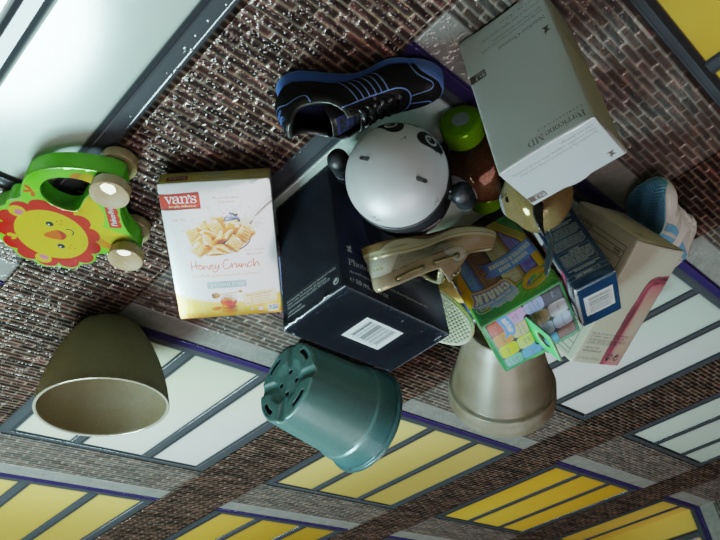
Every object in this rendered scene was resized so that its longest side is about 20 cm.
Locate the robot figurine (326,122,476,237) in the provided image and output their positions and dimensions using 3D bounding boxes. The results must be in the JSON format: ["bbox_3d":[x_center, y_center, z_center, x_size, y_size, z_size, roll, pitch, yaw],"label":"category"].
[{"bbox_3d":[0.050,-0.107,0.875,0.149,0.126,0.200,-24,173,7],"label":"robot figurine"}]

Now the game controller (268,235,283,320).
[{"bbox_3d":[-0.145,-0.008,1.016,0.199,0.042,0.105,33,97,-22],"label":"game controller"}]

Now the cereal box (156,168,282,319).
[{"bbox_3d":[-0.181,-0.033,0.958,0.142,0.040,0.202,-4,120,-3],"label":"cereal box"}]

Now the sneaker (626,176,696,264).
[{"bbox_3d":[0.459,-0.076,1.098,0.080,0.077,0.200,-33,140,-4],"label":"sneaker"}]

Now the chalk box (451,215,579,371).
[{"bbox_3d":[0.212,0.045,1.002,0.123,0.201,0.125,-29,133,6],"label":"chalk box"}]

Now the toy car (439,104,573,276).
[{"bbox_3d":[0.195,-0.094,0.893,0.157,0.201,0.165,-18,143,12],"label":"toy car"}]

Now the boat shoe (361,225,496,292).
[{"bbox_3d":[0.093,-0.014,0.911,0.199,0.066,0.072,-10,174,-34],"label":"boat shoe"}]

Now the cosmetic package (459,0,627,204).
[{"bbox_3d":[0.187,-0.185,0.768,0.112,0.201,0.081,-32,139,28],"label":"cosmetic package"}]

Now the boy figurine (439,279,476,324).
[{"bbox_3d":[0.146,0.015,1.149,0.123,0.065,0.200,-3,144,19],"label":"boy figurine"}]

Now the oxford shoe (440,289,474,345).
[{"bbox_3d":[0.096,0.056,1.126,0.058,0.199,0.076,11,100,-54],"label":"oxford shoe"}]

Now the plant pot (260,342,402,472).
[{"bbox_3d":[-0.061,0.236,1.312,0.196,0.201,0.200,33,128,-32],"label":"plant pot"}]

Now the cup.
[{"bbox_3d":[-0.404,0.156,1.150,0.198,0.144,0.201,-6,144,-5],"label":"cup"}]

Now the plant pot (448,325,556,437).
[{"bbox_3d":[0.252,0.163,1.295,0.198,0.201,0.175,-9,127,0],"label":"plant pot"}]

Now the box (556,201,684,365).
[{"bbox_3d":[0.350,0.021,1.064,0.108,0.128,0.201,9,115,-32],"label":"box"}]

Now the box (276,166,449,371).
[{"bbox_3d":[0.000,0.000,0.980,0.199,0.200,0.123,26,131,-38],"label":"box"}]

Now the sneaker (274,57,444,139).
[{"bbox_3d":[0.002,-0.188,0.826,0.198,0.078,0.070,-7,144,-2],"label":"sneaker"}]

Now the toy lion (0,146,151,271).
[{"bbox_3d":[-0.374,-0.072,0.926,0.190,0.069,0.201,4,143,-5],"label":"toy lion"}]

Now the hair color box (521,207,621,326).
[{"bbox_3d":[0.275,-0.035,0.988,0.060,0.201,0.100,-26,142,6],"label":"hair color box"}]
